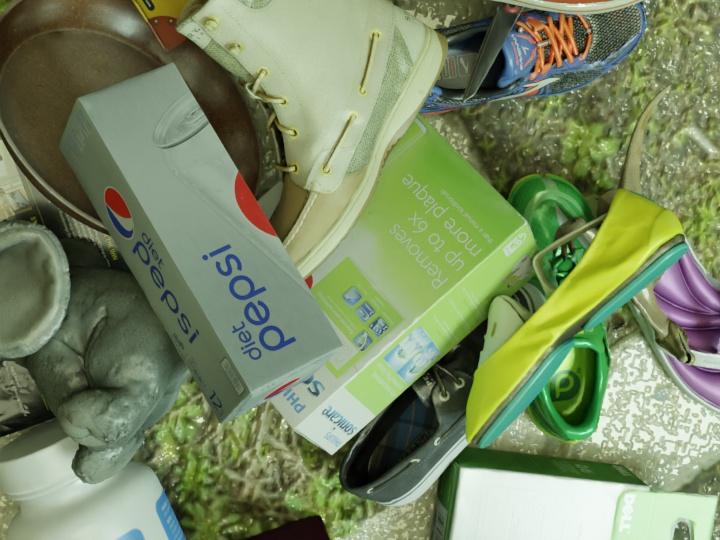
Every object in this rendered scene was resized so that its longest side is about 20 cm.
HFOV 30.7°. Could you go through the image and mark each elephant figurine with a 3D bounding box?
[{"bbox_3d":[-0.206,0.029,0.821,0.200,0.142,0.155,36,50,4],"label":"elephant figurine"}]

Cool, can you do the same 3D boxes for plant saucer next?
[{"bbox_3d":[-0.156,-0.097,0.857,0.200,0.200,0.034,43,132,-11],"label":"plant saucer"}]

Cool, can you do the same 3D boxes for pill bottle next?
[{"bbox_3d":[-0.175,0.201,0.910,0.112,0.112,0.200,-23,99,-4],"label":"pill bottle"}]

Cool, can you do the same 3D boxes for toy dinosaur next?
[{"bbox_3d":[0.186,-0.029,0.924,0.101,0.058,0.200,-3,85,-45],"label":"toy dinosaur"}]

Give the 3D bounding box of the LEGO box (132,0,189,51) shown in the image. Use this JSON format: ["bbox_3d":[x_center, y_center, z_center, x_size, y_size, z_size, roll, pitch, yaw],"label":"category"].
[{"bbox_3d":[-0.111,-0.267,0.843,0.149,0.077,0.200,-27,105,18],"label":"LEGO box"}]

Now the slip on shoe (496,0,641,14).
[{"bbox_3d":[0.122,-0.216,0.869,0.200,0.061,0.074,2,58,-16],"label":"slip on shoe"}]

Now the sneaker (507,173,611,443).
[{"bbox_3d":[0.150,0.028,0.946,0.074,0.084,0.200,-10,98,-6],"label":"sneaker"}]

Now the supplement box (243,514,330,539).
[{"bbox_3d":[-0.032,0.293,0.943,0.086,0.110,0.200,-19,100,-6],"label":"supplement box"}]

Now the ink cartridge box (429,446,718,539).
[{"bbox_3d":[0.155,0.197,0.981,0.200,0.059,0.104,7,97,-9],"label":"ink cartridge box"}]

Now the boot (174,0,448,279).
[{"bbox_3d":[-0.053,-0.101,0.804,0.155,0.072,0.200,33,83,-25],"label":"boot"}]

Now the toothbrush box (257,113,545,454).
[{"bbox_3d":[0.000,0.000,0.888,0.200,0.086,0.146,-41,65,1],"label":"toothbrush box"}]

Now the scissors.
[{"bbox_3d":[0.100,-0.188,0.891,0.073,0.014,0.200,40,60,7],"label":"scissors"}]

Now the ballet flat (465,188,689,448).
[{"bbox_3d":[0.125,0.027,0.860,0.067,0.067,0.200,47,105,15],"label":"ballet flat"}]

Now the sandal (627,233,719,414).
[{"bbox_3d":[0.251,0.038,0.977,0.082,0.050,0.203,-43,99,0],"label":"sandal"}]

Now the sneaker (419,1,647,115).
[{"bbox_3d":[0.109,-0.149,0.919,0.200,0.078,0.075,-19,100,-5],"label":"sneaker"}]

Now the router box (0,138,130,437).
[{"bbox_3d":[-0.219,-0.003,0.906,0.149,0.051,0.200,-20,100,-7],"label":"router box"}]

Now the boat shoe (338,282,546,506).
[{"bbox_3d":[0.052,0.087,0.924,0.066,0.070,0.200,14,123,-49],"label":"boat shoe"}]

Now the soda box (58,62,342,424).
[{"bbox_3d":[-0.095,-0.017,0.767,0.068,0.063,0.200,-26,79,-30],"label":"soda box"}]
